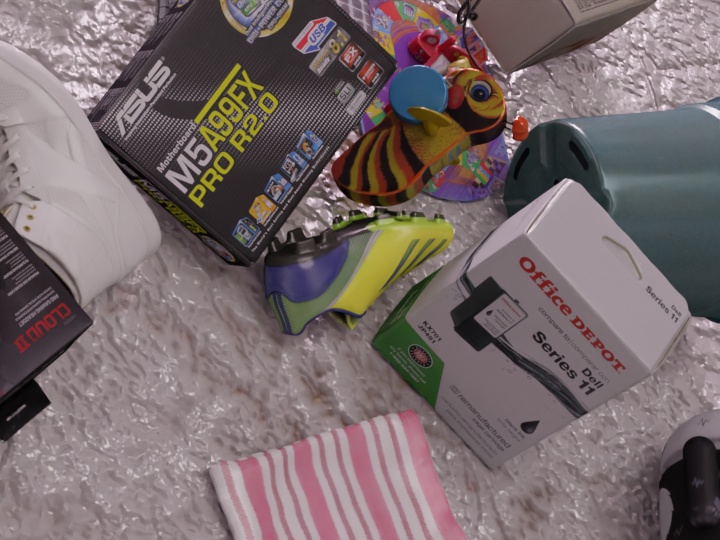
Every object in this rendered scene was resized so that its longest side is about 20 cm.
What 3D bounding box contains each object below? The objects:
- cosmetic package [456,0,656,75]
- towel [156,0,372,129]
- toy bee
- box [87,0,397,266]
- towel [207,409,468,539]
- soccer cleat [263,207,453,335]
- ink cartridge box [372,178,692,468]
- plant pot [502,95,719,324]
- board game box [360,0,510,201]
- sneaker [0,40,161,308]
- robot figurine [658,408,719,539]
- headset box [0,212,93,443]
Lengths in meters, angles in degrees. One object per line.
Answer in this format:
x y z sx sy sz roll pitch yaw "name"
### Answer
0.175 -0.249 1.820 0.104 0.087 0.200 59 32 5 "cosmetic package"
-0.071 -0.214 1.634 0.165 0.086 0.201 20 53 -29 "towel"
0.073 -0.121 1.622 0.109 0.200 0.131 36 14 14 "toy bee"
-0.088 -0.128 1.523 0.160 0.044 0.200 42 74 -22 "box"
-0.007 0.184 1.484 0.199 0.030 0.147 -12 71 -42 "towel"
-0.001 0.000 1.591 0.200 0.065 0.084 -17 105 -47 "soccer cleat"
0.128 0.043 1.555 0.147 0.200 0.083 46 46 -5 "ink cartridge box"
0.237 -0.050 1.718 0.195 0.200 0.201 -2 65 -30 "plant pot"
0.066 -0.157 1.738 0.157 0.039 0.201 7 60 -36 "board game box"
-0.235 -0.064 1.422 0.200 0.074 0.116 49 42 -5 "sneaker"
0.300 0.208 1.649 0.124 0.150 0.201 9 58 -9 "robot figurine"
-0.282 0.025 1.330 0.200 0.075 0.149 50 45 -2 "headset box"
